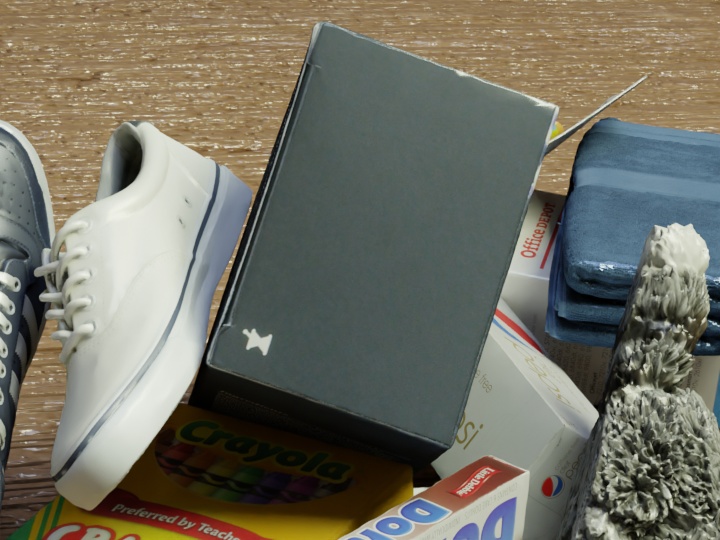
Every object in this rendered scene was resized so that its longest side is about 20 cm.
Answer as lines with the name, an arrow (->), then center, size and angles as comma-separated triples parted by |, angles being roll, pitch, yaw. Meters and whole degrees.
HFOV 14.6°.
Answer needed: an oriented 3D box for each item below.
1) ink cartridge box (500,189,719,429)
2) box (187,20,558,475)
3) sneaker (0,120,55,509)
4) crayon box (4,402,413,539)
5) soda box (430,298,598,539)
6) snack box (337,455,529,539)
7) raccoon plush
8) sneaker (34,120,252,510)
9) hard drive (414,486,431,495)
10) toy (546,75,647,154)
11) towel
ink cartridge box -> 0.131, 0.017, 1.453 | 0.198, 0.068, 0.116 | 10, 24, 8
box -> 0.000, 0.000, 1.196 | 0.106, 0.149, 0.200 | 19, -10, -2
sneaker -> -0.165, 0.036, 1.130 | 0.070, 0.202, 0.108 | 10, -1, -5
crayon box -> -0.063, 0.118, 1.150 | 0.126, 0.051, 0.200 | 12, 32, 29
soda box -> 0.061, 0.063, 1.309 | 0.068, 0.064, 0.200 | 33, 10, -31
snack box -> -0.003, 0.138, 1.083 | 0.024, 0.072, 0.199 | 20, 28, 32
raccoon plush -> 0.160, 0.091, 1.164 | 0.133, 0.201, 0.097 | 17, 0, 0
sneaker -> -0.102, 0.015, 1.138 | 0.071, 0.073, 0.201 | 33, 35, -14
hard drive -> 0.018, 0.154, 1.173 | 0.131, 0.027, 0.200 | -3, 26, -20
toy -> 0.044, -0.049, 1.443 | 0.200, 0.047, 0.115 | -37, 0, -15
towel -> 0.154, -0.017, 1.392 | 0.111, 0.049, 0.200 | 8, 24, 6
